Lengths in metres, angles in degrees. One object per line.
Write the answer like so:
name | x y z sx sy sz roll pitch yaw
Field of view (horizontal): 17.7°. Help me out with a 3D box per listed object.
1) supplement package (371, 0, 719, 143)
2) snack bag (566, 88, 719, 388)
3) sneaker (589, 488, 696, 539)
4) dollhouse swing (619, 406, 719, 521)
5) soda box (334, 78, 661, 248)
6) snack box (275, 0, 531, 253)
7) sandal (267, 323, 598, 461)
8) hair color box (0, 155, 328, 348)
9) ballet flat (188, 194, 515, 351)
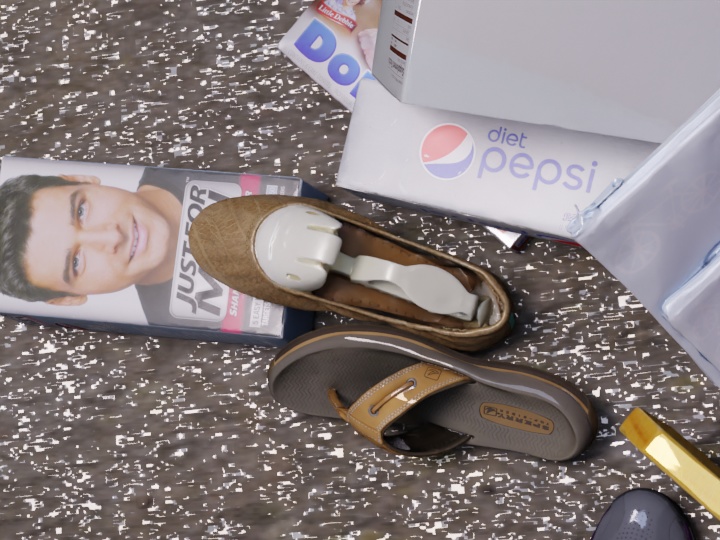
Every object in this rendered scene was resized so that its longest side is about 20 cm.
supplement package | 0.119 -0.184 1.278 0.191 0.147 0.200 8 100 -9
snack bag | 0.229 -0.037 1.262 0.189 0.200 0.021 -43 44 6
sneaker | 0.144 0.220 1.293 0.074 0.088 0.200 10 85 18
dollhouse swing | 0.192 0.195 1.223 0.176 0.200 0.182 26 89 18
soda box | 0.092 -0.057 1.340 0.200 0.063 0.068 13 88 17
snack box | 0.044 -0.101 1.407 0.200 0.024 0.072 42 95 18
sandal | 0.037 0.084 1.349 0.200 0.082 0.055 14 50 12
hair color box | -0.127 -0.011 1.425 0.200 0.061 0.099 5 83 18
ballet flat | 0.000 0.000 1.339 0.200 0.072 0.068 20 83 -9
